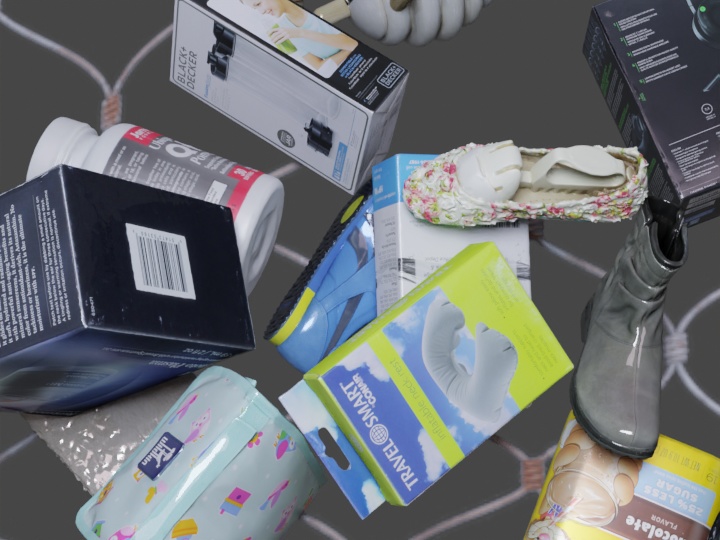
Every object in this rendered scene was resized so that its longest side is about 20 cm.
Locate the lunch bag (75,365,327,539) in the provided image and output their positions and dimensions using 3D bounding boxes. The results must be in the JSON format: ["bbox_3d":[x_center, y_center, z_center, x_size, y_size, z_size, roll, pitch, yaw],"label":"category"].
[{"bbox_3d":[-0.119,0.170,1.154,0.122,0.200,0.171,40,79,13],"label":"lunch bag"}]

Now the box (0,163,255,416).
[{"bbox_3d":[-0.217,0.025,1.132,0.197,0.199,0.125,-20,73,29],"label":"box"}]

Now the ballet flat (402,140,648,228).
[{"bbox_3d":[0.132,-0.075,1.182,0.197,0.064,0.076,-3,62,-12],"label":"ballet flat"}]

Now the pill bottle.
[{"bbox_3d":[-0.172,-0.056,1.270,0.198,0.111,0.112,20,75,8],"label":"pill bottle"}]

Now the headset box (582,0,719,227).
[{"bbox_3d":[0.301,-0.161,1.293,0.172,0.093,0.202,-21,73,-4],"label":"headset box"}]

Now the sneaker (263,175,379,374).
[{"bbox_3d":[0.000,0.000,1.279,0.078,0.066,0.201,35,72,-11],"label":"sneaker"}]

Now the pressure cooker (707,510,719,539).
[{"bbox_3d":[0.351,0.234,1.130,0.200,0.176,0.179,43,103,14],"label":"pressure cooker"}]

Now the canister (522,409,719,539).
[{"bbox_3d":[0.193,0.225,1.185,0.147,0.087,0.202,21,73,8],"label":"canister"}]

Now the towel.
[{"bbox_3d":[-0.224,0.088,1.270,0.132,0.035,0.200,-42,77,-9],"label":"towel"}]

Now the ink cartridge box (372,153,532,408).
[{"bbox_3d":[0.074,0.012,1.235,0.115,0.068,0.203,0,85,-18],"label":"ink cartridge box"}]

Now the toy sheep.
[{"bbox_3d":[0.049,-0.256,1.311,0.198,0.138,0.139,-20,73,-13],"label":"toy sheep"}]

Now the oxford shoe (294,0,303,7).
[{"bbox_3d":[-0.129,-0.267,1.356,0.070,0.075,0.200,-17,45,-44],"label":"oxford shoe"}]

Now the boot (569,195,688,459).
[{"bbox_3d":[0.212,0.036,1.175,0.067,0.132,0.201,14,37,-6],"label":"boot"}]

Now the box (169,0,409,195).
[{"bbox_3d":[-0.064,-0.164,1.292,0.199,0.117,0.060,33,58,10],"label":"box"}]

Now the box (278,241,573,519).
[{"bbox_3d":[0.051,0.083,1.161,0.199,0.048,0.123,-37,99,-17],"label":"box"}]
